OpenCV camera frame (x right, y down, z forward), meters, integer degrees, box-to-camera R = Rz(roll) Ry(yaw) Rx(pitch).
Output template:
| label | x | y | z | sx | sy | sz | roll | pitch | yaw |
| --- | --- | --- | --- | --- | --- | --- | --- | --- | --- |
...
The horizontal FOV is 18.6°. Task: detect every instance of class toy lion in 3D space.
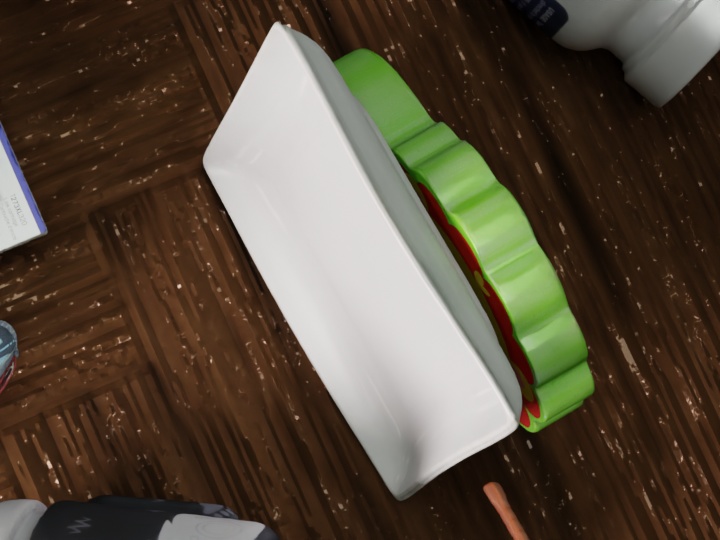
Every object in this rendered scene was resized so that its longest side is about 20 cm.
| label | x | y | z | sx | sy | sz | roll | pitch | yaw |
| --- | --- | --- | --- | --- | --- | --- | --- | --- | --- |
| toy lion | 0.038 | -0.016 | 1.016 | 0.069 | 0.192 | 0.200 | -29 | 83 | -11 |

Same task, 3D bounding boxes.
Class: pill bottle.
| label | x | y | z | sx | sy | sz | roll | pitch | yaw |
| --- | --- | --- | --- | --- | --- | --- | --- | --- | --- |
| pill bottle | 0.106 | -0.182 | 1.089 | 0.200 | 0.116 | 0.116 | 43 | 79 | -1 |

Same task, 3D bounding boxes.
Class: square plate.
| label | x | y | z | sx | sy | sz | roll | pitch | yaw |
| --- | --- | --- | --- | --- | --- | --- | --- | --- | --- |
| square plate | 0.000 | 0.000 | 1.010 | 0.028 | 0.198 | 0.200 | -28 | 83 | -19 |

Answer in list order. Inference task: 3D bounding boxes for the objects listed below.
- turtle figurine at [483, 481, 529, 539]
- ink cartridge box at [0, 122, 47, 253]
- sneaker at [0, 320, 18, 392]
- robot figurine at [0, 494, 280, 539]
| label | x | y | z | sx | sy | sz | roll | pitch | yaw |
| --- | --- | --- | --- | --- | --- | --- | --- | --- | --- |
| turtle figurine | 0.048 | 0.213 | 1.042 | 0.161 | 0.064 | 0.201 | -22 | 91 | -1 |
| ink cartridge box | -0.261 | -0.018 | 1.070 | 0.200 | 0.037 | 0.095 | -24 | 82 | -6 |
| sneaker | -0.229 | -0.020 | 1.028 | 0.095 | 0.079 | 0.200 | -30 | 92 | -19 |
| robot figurine | -0.103 | 0.171 | 0.998 | 0.199 | 0.150 | 0.125 | 5 | 89 | 9 |
